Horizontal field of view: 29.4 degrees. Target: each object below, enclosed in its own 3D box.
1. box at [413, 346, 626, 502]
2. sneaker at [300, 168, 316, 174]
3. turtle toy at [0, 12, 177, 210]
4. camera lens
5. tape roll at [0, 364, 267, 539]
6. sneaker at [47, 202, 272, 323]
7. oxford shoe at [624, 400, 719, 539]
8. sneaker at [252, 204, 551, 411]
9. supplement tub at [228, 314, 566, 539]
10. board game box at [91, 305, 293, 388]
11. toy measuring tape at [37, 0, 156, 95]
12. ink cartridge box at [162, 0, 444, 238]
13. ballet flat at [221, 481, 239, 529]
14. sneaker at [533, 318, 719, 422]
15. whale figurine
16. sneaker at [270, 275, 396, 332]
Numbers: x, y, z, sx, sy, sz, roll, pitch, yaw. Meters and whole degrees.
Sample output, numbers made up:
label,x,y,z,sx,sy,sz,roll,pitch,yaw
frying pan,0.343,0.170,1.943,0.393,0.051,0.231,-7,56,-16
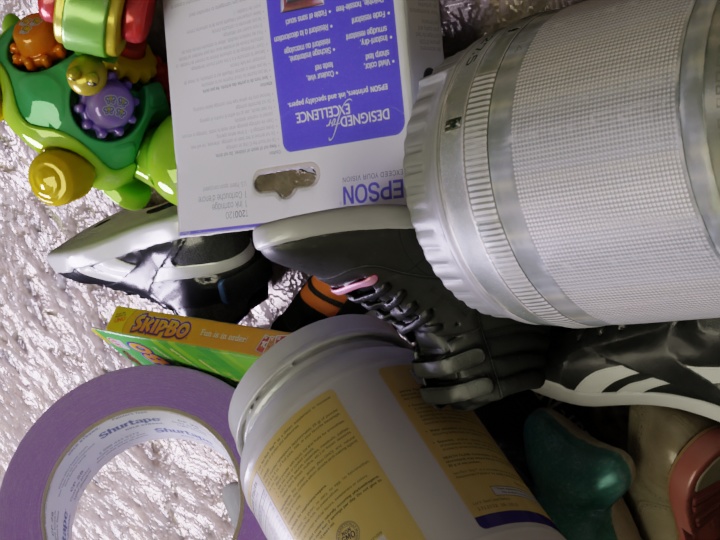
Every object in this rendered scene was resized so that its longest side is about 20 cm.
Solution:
label,x,y,z,sx,sy,sz,roll,pitch,yaw
box,0.074,0.126,0.956,0.160,0.044,0.200,53,141,-7
sneaker,0.003,-0.077,0.821,0.200,0.088,0.076,5,126,41
turtle toy,-0.166,-0.109,0.925,0.200,0.146,0.101,43,119,4
camera lens,0.141,-0.055,0.657,0.200,0.160,0.160,-8,116,45
tape roll,-0.141,0.168,0.934,0.200,0.200,0.066,32,163,19
sneaker,-0.150,0.012,1.030,0.200,0.073,0.112,-11,112,45
oxford shoe,0.199,0.146,0.851,0.075,0.070,0.200,45,154,39
sneaker,0.032,0.023,0.730,0.071,0.200,0.099,-12,74,53
supplement tub,0.017,0.136,0.794,0.200,0.145,0.146,55,151,40
board game box,-0.087,0.066,0.948,0.200,0.030,0.096,4,152,32
toy measuring tape,-0.150,-0.199,0.817,0.073,0.074,0.200,23,110,26
ink cartridge box,-0.038,-0.125,0.791,0.198,0.043,0.200,-3,90,43
ballet flat,-0.052,0.238,1.146,0.200,0.064,0.067,23,134,28
sneaker,0.166,0.019,0.773,0.200,0.073,0.112,8,124,27
whale figurine,0.117,0.184,0.840,0.159,0.104,0.200,31,137,37
sneaker,0.000,0.000,0.915,0.200,0.070,0.090,-22,86,51
